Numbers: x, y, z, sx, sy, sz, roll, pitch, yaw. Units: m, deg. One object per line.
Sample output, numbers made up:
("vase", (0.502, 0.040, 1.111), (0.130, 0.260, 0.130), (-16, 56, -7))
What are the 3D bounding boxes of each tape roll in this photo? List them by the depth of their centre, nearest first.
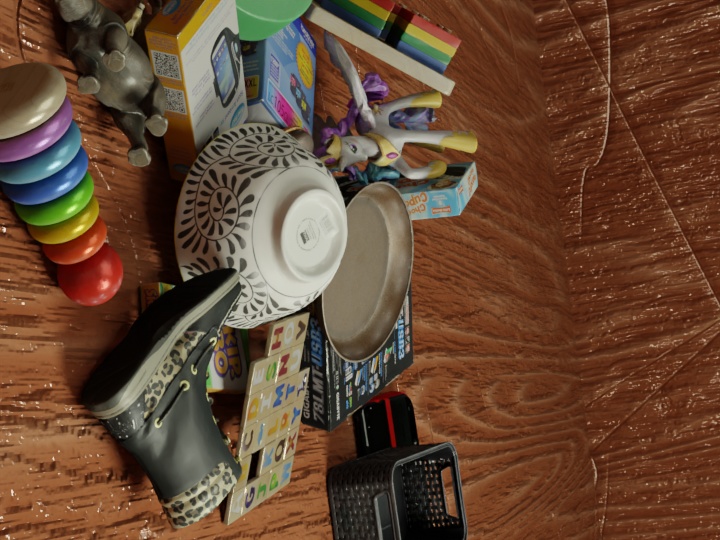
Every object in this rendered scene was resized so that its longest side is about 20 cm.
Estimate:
("tape roll", (-0.132, -0.346, 1.320), (0.199, 0.048, 0.204), (22, 57, -38))

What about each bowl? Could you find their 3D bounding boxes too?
("bowl", (-0.074, -0.038, 1.207), (0.199, 0.093, 0.204), (-11, 105, -44))

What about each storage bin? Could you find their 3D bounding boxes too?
("storage bin", (0.050, 0.299, 1.570), (0.199, 0.092, 0.138), (-3, 85, -62))

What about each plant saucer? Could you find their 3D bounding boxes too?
("plant saucer", (0.000, 0.000, 1.396), (0.199, 0.032, 0.204), (-27, 122, -53))

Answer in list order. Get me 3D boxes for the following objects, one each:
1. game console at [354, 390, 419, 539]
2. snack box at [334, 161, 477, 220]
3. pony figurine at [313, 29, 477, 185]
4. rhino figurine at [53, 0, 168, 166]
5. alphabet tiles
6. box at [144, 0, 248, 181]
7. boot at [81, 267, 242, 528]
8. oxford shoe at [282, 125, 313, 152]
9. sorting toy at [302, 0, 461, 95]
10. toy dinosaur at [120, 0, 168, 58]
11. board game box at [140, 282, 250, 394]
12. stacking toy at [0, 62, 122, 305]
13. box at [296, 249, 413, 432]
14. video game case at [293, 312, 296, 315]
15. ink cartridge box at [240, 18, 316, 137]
("game console", (0.040, 0.271, 1.698), (0.176, 0.031, 0.204), (-5, 85, -65))
("snack box", (0.037, -0.092, 1.523), (0.116, 0.197, 0.038), (-53, 135, -64))
("pony figurine", (0.013, -0.174, 1.486), (0.194, 0.197, 0.168), (-121, -144, -45))
("rhino figurine", (-0.225, -0.192, 1.085), (0.088, 0.059, 0.201), (-106, 172, -49))
("alphabet tiles", (-0.090, 0.147, 1.299), (0.167, 0.007, 0.203), (-16, 118, -70))
("box", (-0.155, -0.181, 1.219), (0.202, 0.041, 0.120), (90, 20, -45))
("boot", (-0.147, 0.109, 1.110), (0.204, 0.073, 0.155), (-52, 124, -45))
("oxford shoe", (-0.090, -0.074, 1.314), (0.201, 0.072, 0.072), (-60, 141, -30))
("sorting toy", (0.021, -0.308, 1.549), (0.070, 0.197, 0.200), (-61, -162, 11))
("toy dinosaur", (-0.198, -0.217, 1.215), (0.201, 0.057, 0.103), (68, 37, -64))
("board game box", (-0.155, 0.071, 1.230), (0.200, 0.029, 0.097), (21, 62, -71))
("stacking toy", (-0.238, -0.058, 0.981), (0.086, 0.084, 0.202), (-76, 156, -48))
("box", (-0.004, 0.058, 1.486), (0.198, 0.049, 0.203), (-36, 130, -52))
("video game case", (-0.065, -0.034, 1.538), (0.201, 0.018, 0.145), (-74, 149, -50))
("ink cartridge box", (-0.109, -0.235, 1.419), (0.137, 0.075, 0.203), (49, 35, -57))
